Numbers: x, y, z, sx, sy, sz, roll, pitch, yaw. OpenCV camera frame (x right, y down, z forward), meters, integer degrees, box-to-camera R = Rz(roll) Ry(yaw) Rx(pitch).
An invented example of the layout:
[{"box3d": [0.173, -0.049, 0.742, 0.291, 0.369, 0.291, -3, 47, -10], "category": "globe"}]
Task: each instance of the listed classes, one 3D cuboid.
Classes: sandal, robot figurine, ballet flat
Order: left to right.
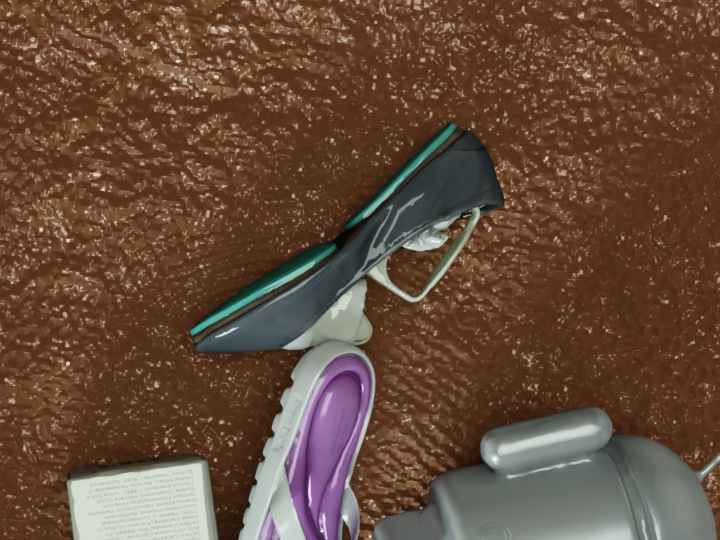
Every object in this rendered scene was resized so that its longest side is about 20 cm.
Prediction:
[{"box3d": [-0.025, 0.141, 1.440, 0.082, 0.050, 0.203, -1, 103, -47], "category": "sandal"}, {"box3d": [0.000, 0.000, 1.466, 0.200, 0.073, 0.073, -38, 94, -9], "category": "ballet flat"}, {"box3d": [0.111, 0.156, 1.454, 0.200, 0.113, 0.170, -12, 118, -7], "category": "robot figurine"}]

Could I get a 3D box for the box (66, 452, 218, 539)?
[{"box3d": [-0.111, 0.204, 1.446, 0.082, 0.068, 0.200, -6, 90, -7], "category": "box"}]
